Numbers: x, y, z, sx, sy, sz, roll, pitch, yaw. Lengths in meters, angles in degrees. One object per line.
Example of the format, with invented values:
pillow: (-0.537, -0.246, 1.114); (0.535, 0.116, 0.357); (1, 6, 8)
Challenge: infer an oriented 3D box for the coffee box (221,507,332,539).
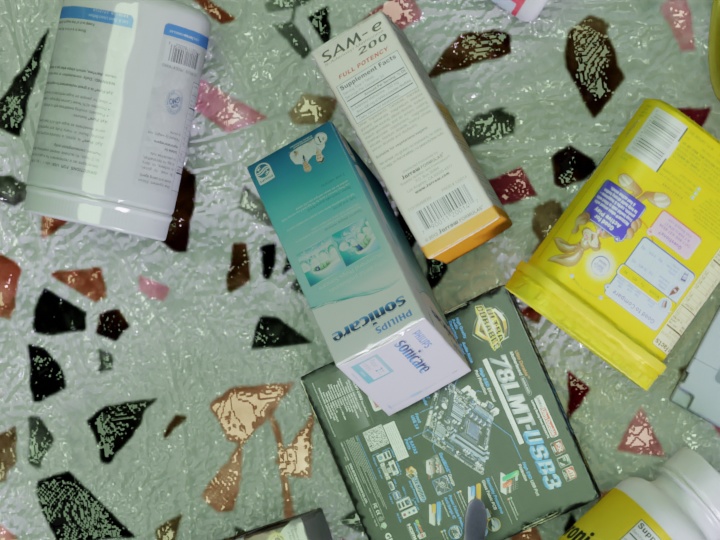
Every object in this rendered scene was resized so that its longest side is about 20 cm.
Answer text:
coffee box: (-0.121, 0.273, 1.753); (0.199, 0.113, 0.080); (-20, 85, 6)

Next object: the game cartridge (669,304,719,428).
game cartridge: (0.364, 0.053, 1.732); (0.133, 0.042, 0.201); (29, 92, 4)

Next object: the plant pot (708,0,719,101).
plant pot: (0.401, -0.215, 1.666); (0.188, 0.201, 0.202); (10, 89, -6)

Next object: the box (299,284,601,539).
box: (0.077, 0.142, 1.762); (0.198, 0.050, 0.201); (-25, 84, 6)

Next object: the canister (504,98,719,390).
canister: (0.237, -0.024, 1.717); (0.148, 0.087, 0.200); (36, 91, -9)

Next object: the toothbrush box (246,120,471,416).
toothbrush box: (0.000, 0.000, 1.702); (0.085, 0.146, 0.201); (-29, 65, 6)

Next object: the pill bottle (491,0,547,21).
pill bottle: (0.090, -0.305, 1.736); (0.199, 0.109, 0.109); (33, 93, 0)

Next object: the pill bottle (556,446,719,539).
pill bottle: (0.222, 0.242, 1.700); (0.200, 0.111, 0.111); (-41, 83, -7)

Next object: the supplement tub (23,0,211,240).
supplement tub: (-0.209, -0.136, 1.774); (0.131, 0.132, 0.201); (12, 89, 8)

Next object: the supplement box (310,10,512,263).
supplement box: (0.045, -0.109, 1.739); (0.073, 0.126, 0.201); (-30, 83, 7)

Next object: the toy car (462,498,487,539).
toy car: (0.048, 0.282, 1.673); (0.157, 0.165, 0.200); (24, 61, 30)
